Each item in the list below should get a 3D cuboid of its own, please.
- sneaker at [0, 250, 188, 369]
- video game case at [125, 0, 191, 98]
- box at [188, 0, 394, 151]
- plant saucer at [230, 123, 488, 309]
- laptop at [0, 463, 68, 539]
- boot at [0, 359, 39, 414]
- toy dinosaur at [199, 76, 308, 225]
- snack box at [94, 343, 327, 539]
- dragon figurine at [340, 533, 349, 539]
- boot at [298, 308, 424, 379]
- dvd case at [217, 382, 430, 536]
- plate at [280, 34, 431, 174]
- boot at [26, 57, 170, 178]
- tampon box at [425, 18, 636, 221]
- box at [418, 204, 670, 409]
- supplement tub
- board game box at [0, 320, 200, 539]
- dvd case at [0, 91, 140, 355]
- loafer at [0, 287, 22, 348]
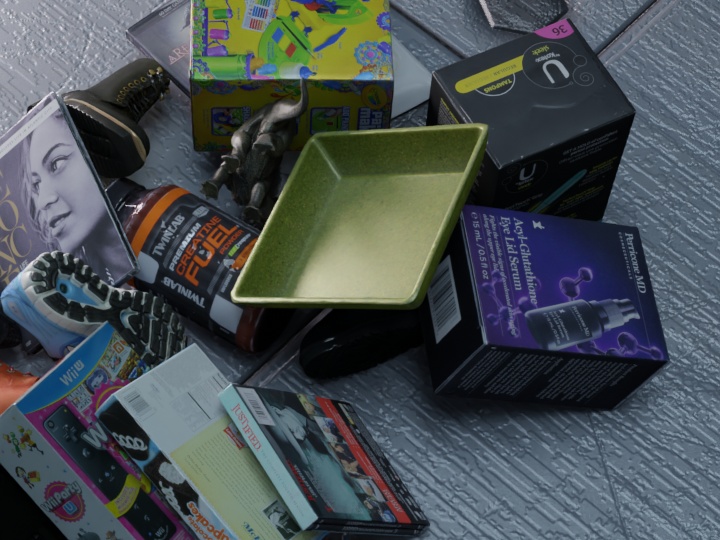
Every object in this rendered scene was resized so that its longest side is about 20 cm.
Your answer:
[{"bbox_3d":[-0.239,0.052,1.703,0.200,0.090,0.078,37,48,-32],"label":"sneaker"},{"bbox_3d":[-0.120,-0.216,1.908,0.143,0.019,0.200,-38,68,-22],"label":"video game case"},{"bbox_3d":[-0.068,-0.230,1.837,0.192,0.122,0.200,0,59,-3],"label":"box"},{"bbox_3d":[0.008,-0.037,1.668,0.200,0.048,0.200,0,52,36],"label":"plant saucer"},{"bbox_3d":[-0.258,0.218,1.626,0.200,0.103,0.177,-43,96,2],"label":"laptop"},{"bbox_3d":[-0.312,0.112,1.702,0.200,0.075,0.107,-11,54,-9],"label":"boot"},{"bbox_3d":[-0.094,-0.113,1.760,0.077,0.200,0.102,18,36,4],"label":"toy dinosaur"},{"bbox_3d":[-0.116,0.164,1.579,0.200,0.037,0.116,49,38,7],"label":"snack box"},{"bbox_3d":[-0.053,0.278,1.619,0.099,0.059,0.200,-7,55,-5],"label":"dragon figurine"},{"bbox_3d":[0.000,0.000,1.782,0.200,0.076,0.168,-20,65,-23],"label":"boot"},{"bbox_3d":[-0.029,0.165,1.629,0.022,0.200,0.146,-43,65,16],"label":"dvd case"},{"bbox_3d":[-0.051,-0.216,1.940,0.200,0.032,0.200,-30,65,-19],"label":"plate"},{"bbox_3d":[-0.223,-0.161,1.828,0.138,0.078,0.200,-31,32,-25],"label":"boot"},{"bbox_3d":[0.152,-0.112,1.790,0.150,0.200,0.126,-23,63,-17],"label":"tampon box"},{"bbox_3d":[0.162,0.035,1.717,0.200,0.104,0.148,5,58,-26],"label":"box"},{"bbox_3d":[-0.155,-0.011,1.764,0.200,0.107,0.107,28,61,14],"label":"supplement tub"},{"bbox_3d":[-0.201,0.164,1.590,0.200,0.064,0.148,48,38,-4],"label":"board game box"},{"bbox_3d":[-0.296,-0.044,1.761,0.149,0.016,0.200,-37,67,24],"label":"dvd case"},{"bbox_3d":[-0.383,0.008,1.767,0.068,0.070,0.201,-52,54,12],"label":"loafer"}]
